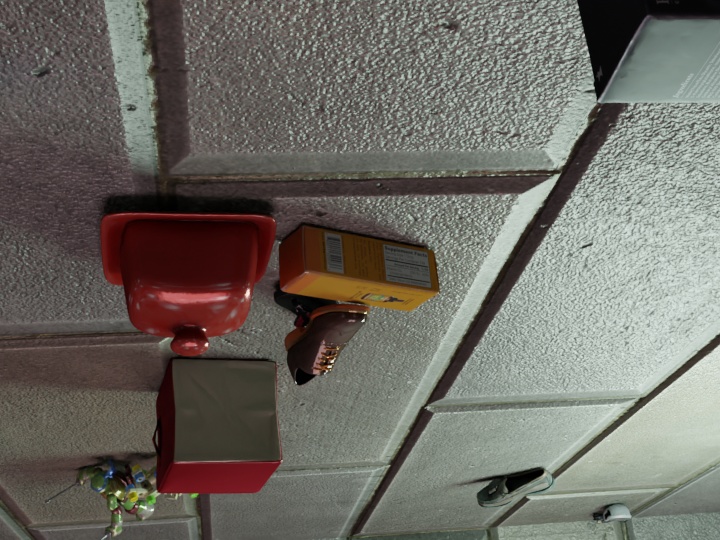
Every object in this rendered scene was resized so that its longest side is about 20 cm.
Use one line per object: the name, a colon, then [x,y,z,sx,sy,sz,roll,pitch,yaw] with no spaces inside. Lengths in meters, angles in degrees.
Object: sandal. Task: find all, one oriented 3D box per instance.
sandal: [-0.058,0.066,1.451,0.075,0.045,0.200,-13,155,16]

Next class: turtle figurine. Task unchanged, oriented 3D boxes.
turtle figurine: [-0.532,0.481,2.164,0.143,0.201,0.194,22,173,27]

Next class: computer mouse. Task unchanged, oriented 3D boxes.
computer mouse: [0.758,0.721,3.097,0.109,0.044,0.200,-1,162,1]

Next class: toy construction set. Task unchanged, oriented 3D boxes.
toy construction set: [-0.391,0.436,2.150,0.131,0.092,0.200,-34,160,3]

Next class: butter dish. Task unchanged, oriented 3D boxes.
butter dish: [-0.199,0.026,1.208,0.198,0.149,0.200,0,155,-13]

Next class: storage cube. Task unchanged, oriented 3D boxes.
storage cube: [-0.229,0.252,1.677,0.198,0.172,0.180,3,153,-17]

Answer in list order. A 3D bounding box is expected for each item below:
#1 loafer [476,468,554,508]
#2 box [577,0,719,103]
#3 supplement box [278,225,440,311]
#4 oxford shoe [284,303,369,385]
loafer: [0.374,0.526,2.566,0.199,0.072,0.063,-19,134,13]
box: [0.271,-0.214,0.771,0.198,0.150,0.107,-2,156,-8]
supplement box: [0.000,0.000,1.294,0.199,0.069,0.066,12,152,-31]
oxford shoe: [-0.041,0.098,1.374,0.071,0.074,0.200,7,155,-23]
